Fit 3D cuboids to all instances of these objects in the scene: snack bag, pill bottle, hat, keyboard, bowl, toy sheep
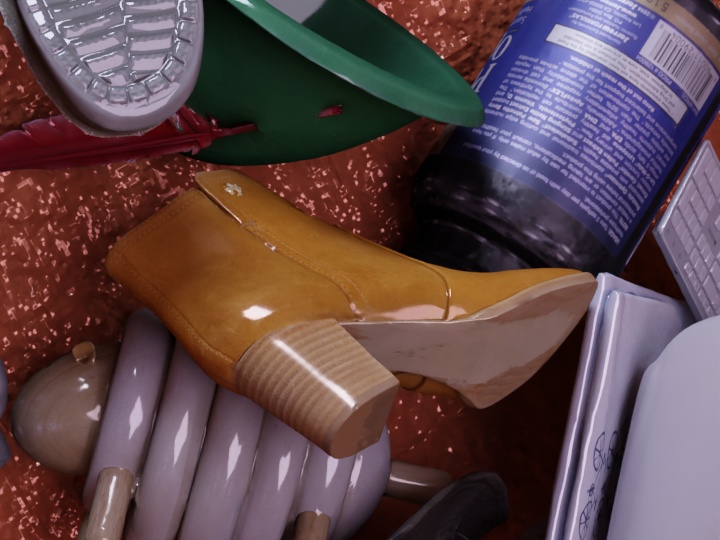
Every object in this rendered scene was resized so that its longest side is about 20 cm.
[{"bbox_3d":[0.135,0.103,1.039,0.200,0.021,0.189,14,86,-66],"label":"snack bag"},{"bbox_3d":[0.094,-0.051,1.018,0.112,0.112,0.200,39,75,-25],"label":"pill bottle"},{"bbox_3d":[0.020,0.184,0.945,0.201,0.201,0.081,-35,71,-22],"label":"hat"},{"bbox_3d":[-0.071,-0.054,0.948,0.200,0.166,0.176,35,105,7],"label":"hat"},{"bbox_3d":[0.192,0.008,1.081,0.056,0.011,0.200,-56,145,-15],"label":"keyboard"},{"bbox_3d":[0.182,0.124,1.013,0.200,0.075,0.200,26,73,-56],"label":"bowl"},{"bbox_3d":[-0.057,0.083,0.932,0.200,0.138,0.138,15,87,-11],"label":"toy sheep"}]

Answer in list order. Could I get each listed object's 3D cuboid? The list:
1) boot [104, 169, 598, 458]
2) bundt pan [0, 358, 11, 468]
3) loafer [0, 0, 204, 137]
[{"bbox_3d":[-0.001,0.001,0.905,0.201,0.144,0.071,-20,142,-46],"label":"boot"},{"bbox_3d":[-0.232,0.066,0.858,0.202,0.076,0.202,-6,102,-30],"label":"bundt pan"},{"bbox_3d":[-0.118,-0.126,0.855,0.075,0.070,0.200,-13,57,-17],"label":"loafer"}]
